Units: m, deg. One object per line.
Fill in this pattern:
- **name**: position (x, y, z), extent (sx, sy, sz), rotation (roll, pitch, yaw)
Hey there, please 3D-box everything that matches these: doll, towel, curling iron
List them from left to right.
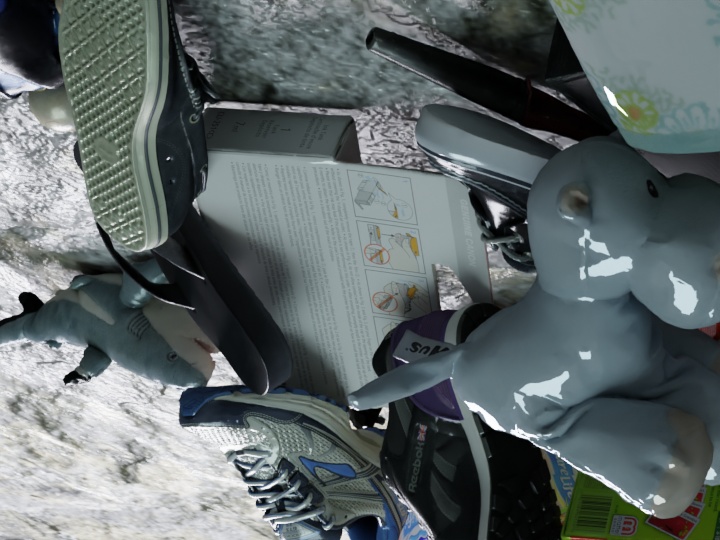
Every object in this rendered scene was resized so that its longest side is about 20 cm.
- **doll**: position (-0.212, -0.129, 1.150), extent (0.136, 0.049, 0.200), rotation (-14, 153, 29)
- **curling iron**: position (0.092, -0.085, 1.122), extent (0.199, 0.026, 0.050), rotation (25, -169, -19)
- **towel**: position (0.166, -0.130, 0.904), extent (0.199, 0.048, 0.172), rotation (-3, 130, 38)

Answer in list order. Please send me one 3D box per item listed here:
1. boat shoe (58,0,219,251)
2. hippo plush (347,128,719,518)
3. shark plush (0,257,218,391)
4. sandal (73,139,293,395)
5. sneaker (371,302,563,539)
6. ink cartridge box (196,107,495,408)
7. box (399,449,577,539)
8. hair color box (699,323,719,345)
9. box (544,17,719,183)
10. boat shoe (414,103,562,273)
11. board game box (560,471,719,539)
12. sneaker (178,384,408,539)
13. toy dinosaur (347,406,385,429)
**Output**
- **boat shoe**: position (-0.115, -0.098, 1.142), extent (0.074, 0.062, 0.201), rotation (32, 143, 28)
- **hippo plush**: position (0.126, 0.006, 1.071), extent (0.199, 0.159, 0.162), rotation (21, 115, 13)
- **shark plush**: position (-0.187, 0.042, 1.483), extent (0.198, 0.084, 0.091), rotation (5, 156, 16)
- **sandal**: position (-0.113, -0.009, 1.250), extent (0.200, 0.043, 0.076), rotation (50, 156, 22)
- **sneaker**: position (0.057, 0.124, 1.219), extent (0.087, 0.202, 0.075), rotation (-13, 172, 40)
- **ink cartridge box**: position (0.000, 0.000, 1.255), extent (0.175, 0.045, 0.201), rotation (6, 134, 17)
- **box**: position (0.086, 0.163, 1.441), extent (0.102, 0.095, 0.200), rotation (5, 162, -21)
- **hair color box**: position (0.251, 0.013, 1.119), extent (0.110, 0.064, 0.200), rotation (11, 162, -10)
- **box**: position (0.225, -0.081, 1.048), extent (0.192, 0.048, 0.200), rotation (-12, 147, 41)
- **boat shoe**: position (0.094, -0.033, 1.141), extent (0.199, 0.068, 0.072), rotation (18, -168, -48)
- **board game box**: position (0.190, 0.089, 1.250), extent (0.101, 0.201, 0.048), rotation (2, 141, 22)
- **sneaker**: position (-0.034, 0.126, 1.313), extent (0.077, 0.086, 0.199), rotation (-6, 156, 45)
- **toy dinosaur**: position (-0.032, 0.036, 1.423), extent (0.135, 0.103, 0.200), rotation (23, 177, 12)
